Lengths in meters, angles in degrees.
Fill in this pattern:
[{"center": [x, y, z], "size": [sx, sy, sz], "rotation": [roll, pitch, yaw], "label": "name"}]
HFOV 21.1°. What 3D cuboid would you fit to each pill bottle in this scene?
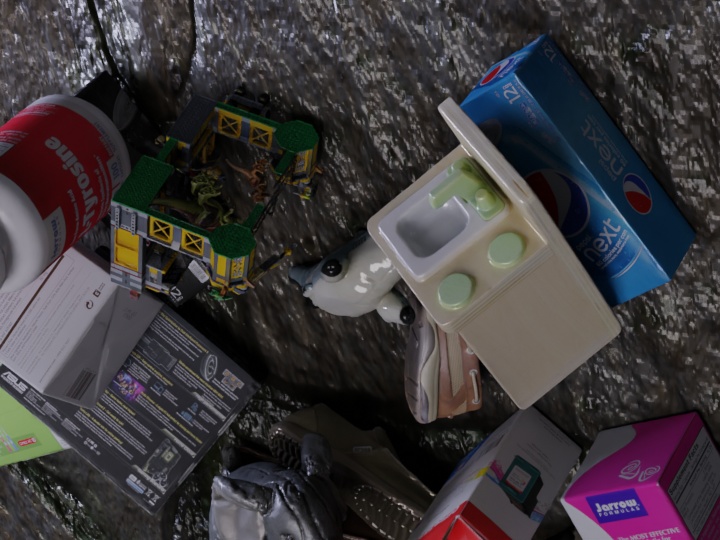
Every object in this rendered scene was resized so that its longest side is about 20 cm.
[{"center": [-0.281, -0.053, 1.569], "size": [0.112, 0.200, 0.113], "rotation": [14, 126, 20], "label": "pill bottle"}]

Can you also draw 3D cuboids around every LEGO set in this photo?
[{"center": [-0.121, -0.044, 1.591], "size": [0.153, 0.201, 0.116], "rotation": [14, 138, 5], "label": "LEGO set"}]

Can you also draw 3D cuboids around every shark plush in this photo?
[{"center": [0.000, 0.000, 1.618], "size": [0.090, 0.084, 0.200], "rotation": [28, 161, -11], "label": "shark plush"}]

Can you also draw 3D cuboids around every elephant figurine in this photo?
[{"center": [-0.060, 0.211, 1.682], "size": [0.154, 0.142, 0.200], "rotation": [26, 150, -2], "label": "elephant figurine"}]

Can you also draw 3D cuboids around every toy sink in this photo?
[{"center": [0.091, -0.009, 1.450], "size": [0.131, 0.112, 0.200], "rotation": [52, -179, 40], "label": "toy sink"}]

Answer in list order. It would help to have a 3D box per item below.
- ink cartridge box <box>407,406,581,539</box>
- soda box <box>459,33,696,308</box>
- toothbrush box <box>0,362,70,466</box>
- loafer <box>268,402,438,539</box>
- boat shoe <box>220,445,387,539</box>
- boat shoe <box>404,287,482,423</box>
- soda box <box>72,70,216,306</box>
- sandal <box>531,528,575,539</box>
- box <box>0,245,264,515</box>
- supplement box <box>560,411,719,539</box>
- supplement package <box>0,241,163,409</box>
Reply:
[{"center": [0.098, 0.216, 1.636], "size": [0.067, 0.200, 0.116], "rotation": [41, 134, -2], "label": "ink cartridge box"}, {"center": [0.166, -0.075, 1.470], "size": [0.064, 0.068, 0.200], "rotation": [-29, 105, 41], "label": "soda box"}, {"center": [-0.347, 0.080, 1.885], "size": [0.145, 0.086, 0.201], "rotation": [-18, 113, 38], "label": "toothbrush box"}, {"center": [0.012, 0.182, 1.750], "size": [0.199, 0.068, 0.076], "rotation": [33, 146, 10], "label": "loafer"}, {"center": [-0.047, 0.219, 1.816], "size": [0.201, 0.075, 0.075], "rotation": [15, 123, 22], "label": "boat shoe"}, {"center": [0.079, 0.033, 1.613], "size": [0.071, 0.076, 0.201], "rotation": [-1, 119, -8], "label": "boat shoe"}, {"center": [-0.191, -0.071, 1.688], "size": [0.063, 0.071, 0.200], "rotation": [-32, 102, 42], "label": "soda box"}, {"center": [0.111, 0.267, 1.759], "size": [0.200, 0.075, 0.045], "rotation": [-27, 95, 44], "label": "sandal"}, {"center": [-0.214, 0.101, 1.785], "size": [0.200, 0.044, 0.160], "rotation": [39, 93, -1], "label": "box"}, {"center": [0.268, 0.232, 1.614], "size": [0.101, 0.103, 0.201], "rotation": [-17, 111, 39], "label": "supplement box"}, {"center": [-0.298, 0.014, 1.705], "size": [0.200, 0.120, 0.121], "rotation": [35, 179, 18], "label": "supplement package"}]
